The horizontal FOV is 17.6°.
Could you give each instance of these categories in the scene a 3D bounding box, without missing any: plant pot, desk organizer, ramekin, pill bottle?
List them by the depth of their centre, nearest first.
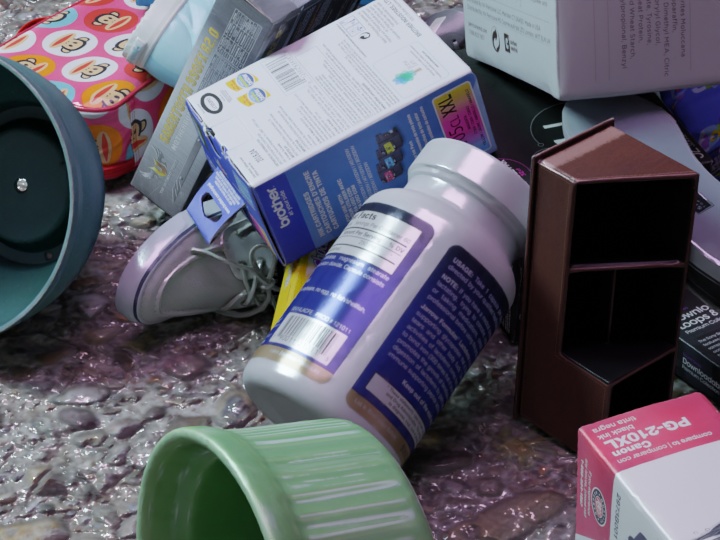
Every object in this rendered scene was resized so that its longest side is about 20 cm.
[{"bbox_3d":[-0.036,0.173,1.225,0.097,0.201,0.200,-9,33,-27],"label":"ramekin"},{"bbox_3d":[0.152,0.017,1.448,0.072,0.201,0.077,-26,43,-34],"label":"desk organizer"},{"bbox_3d":[0.026,0.022,1.450,0.115,0.116,0.200,25,70,34],"label":"pill bottle"},{"bbox_3d":[-0.255,-0.055,1.596,0.199,0.202,0.134,13,9,19],"label":"plant pot"}]

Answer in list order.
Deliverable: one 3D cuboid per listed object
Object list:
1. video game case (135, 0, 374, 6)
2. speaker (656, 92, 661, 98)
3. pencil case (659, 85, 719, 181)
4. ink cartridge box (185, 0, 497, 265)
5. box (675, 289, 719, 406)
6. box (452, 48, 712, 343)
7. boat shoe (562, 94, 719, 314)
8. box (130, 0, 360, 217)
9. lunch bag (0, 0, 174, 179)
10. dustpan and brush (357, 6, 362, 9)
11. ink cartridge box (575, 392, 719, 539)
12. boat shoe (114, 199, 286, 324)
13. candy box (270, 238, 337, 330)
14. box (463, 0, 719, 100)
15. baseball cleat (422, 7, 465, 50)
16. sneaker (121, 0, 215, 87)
[{"bbox_3d":[-0.068,-0.241,1.866,0.199,0.018,0.143,1,24,10],"label":"video game case"},{"bbox_3d":[0.292,-0.083,1.700,0.199,0.089,0.088,28,43,36],"label":"speaker"},{"bbox_3d":[0.247,-0.133,1.650,0.087,0.078,0.201,-33,47,18],"label":"pencil case"},{"bbox_3d":[-0.028,-0.091,1.562,0.199,0.077,0.137,-27,37,-9],"label":"ink cartridge box"},{"bbox_3d":[0.297,0.060,1.529,0.142,0.036,0.200,-20,39,-28],"label":"box"},{"bbox_3d":[0.138,-0.065,1.639,0.148,0.125,0.200,-10,36,-15],"label":"box"},{"bbox_3d":[0.197,-0.040,1.486,0.073,0.068,0.199,-29,52,-25],"label":"boat shoe"},{"bbox_3d":[-0.075,-0.148,1.693,0.048,0.200,0.158,38,40,11],"label":"box"},{"bbox_3d":[-0.202,-0.156,1.819,0.176,0.082,0.200,23,40,31],"label":"lunch bag"},{"bbox_3d":[-0.021,-0.221,1.917,0.139,0.058,0.200,5,25,27],"label":"dustpan and brush"},{"bbox_3d":[0.193,0.185,1.241,0.084,0.145,0.200,-14,36,-17],"label":"ink cartridge box"},{"bbox_3d":[-0.074,-0.002,1.606,0.086,0.075,0.202,31,37,28],"label":"boat shoe"},{"bbox_3d":[0.000,0.000,1.583,0.102,0.026,0.200,28,34,-13],"label":"candy box"},{"bbox_3d":[0.155,-0.230,1.553,0.130,0.201,0.199,-7,15,-14],"label":"box"},{"bbox_3d":[0.035,-0.150,1.832,0.199,0.070,0.107,-13,40,0],"label":"baseball cleat"},{"bbox_3d":[-0.100,-0.208,1.767,0.082,0.074,0.200,36,61,-5],"label":"sneaker"}]
